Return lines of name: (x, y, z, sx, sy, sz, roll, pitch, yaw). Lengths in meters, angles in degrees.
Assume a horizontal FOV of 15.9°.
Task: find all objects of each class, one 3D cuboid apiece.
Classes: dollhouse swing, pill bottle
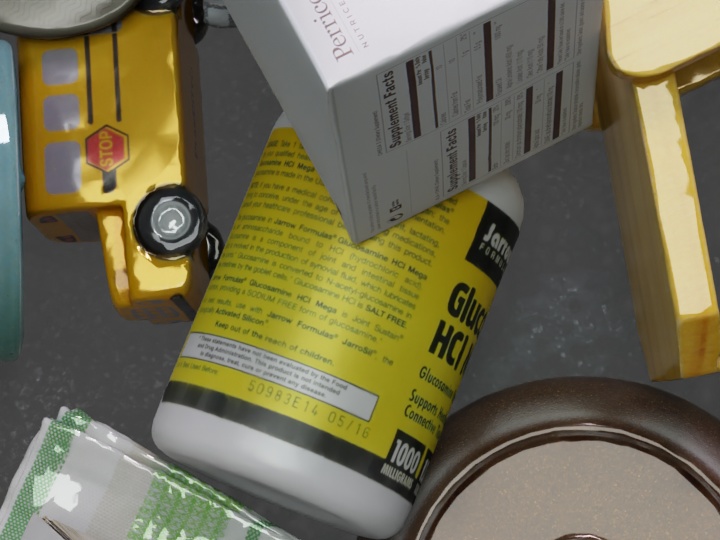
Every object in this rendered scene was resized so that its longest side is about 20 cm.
dollhouse swing: (0.167, -0.071, 1.021, 0.181, 0.200, 0.176, -25, 86, -1)
pill bottle: (0.000, 0.000, 1.060, 0.112, 0.112, 0.200, 20, 81, 9)

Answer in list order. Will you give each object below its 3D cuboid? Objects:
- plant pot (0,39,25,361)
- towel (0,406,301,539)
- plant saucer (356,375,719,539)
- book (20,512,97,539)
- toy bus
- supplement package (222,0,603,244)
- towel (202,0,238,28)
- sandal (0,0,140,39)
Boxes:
plant pot: (-0.232, -0.027, 1.053, 0.187, 0.200, 0.201, -2, 78, -8)
towel: (-0.073, 0.165, 1.063, 0.200, 0.031, 0.150, 27, 94, 12)
plant saucer: (0.092, 0.141, 1.065, 0.200, 0.032, 0.201, -1, 79, 4)
book: (-0.115, 0.172, 0.948, 0.048, 0.200, 0.134, 28, 85, -15)
toy bus: (-0.105, -0.078, 1.110, 0.078, 0.065, 0.201, -5, 78, 4)
supplement package: (-0.005, -0.140, 0.964, 0.111, 0.156, 0.200, -28, 71, -6)
towel: (0.007, -0.206, 1.109, 0.165, 0.086, 0.201, -2, 72, 4)
sandal: (-0.175, -0.156, 1.041, 0.200, 0.055, 0.082, 33, 100, -19)
